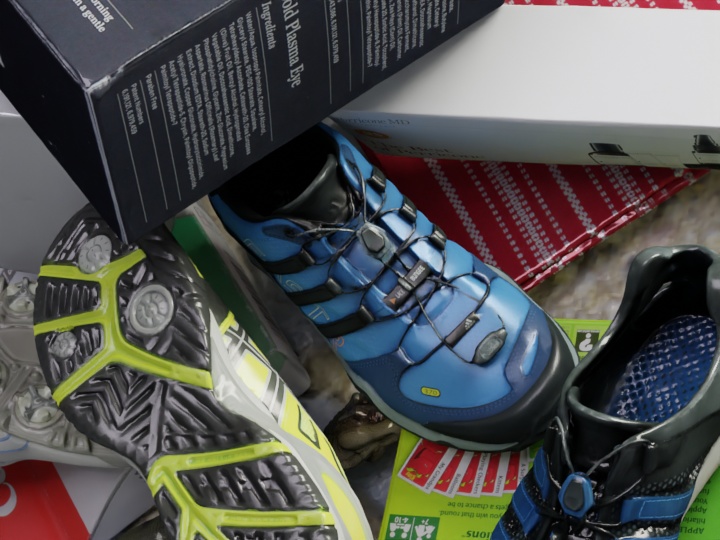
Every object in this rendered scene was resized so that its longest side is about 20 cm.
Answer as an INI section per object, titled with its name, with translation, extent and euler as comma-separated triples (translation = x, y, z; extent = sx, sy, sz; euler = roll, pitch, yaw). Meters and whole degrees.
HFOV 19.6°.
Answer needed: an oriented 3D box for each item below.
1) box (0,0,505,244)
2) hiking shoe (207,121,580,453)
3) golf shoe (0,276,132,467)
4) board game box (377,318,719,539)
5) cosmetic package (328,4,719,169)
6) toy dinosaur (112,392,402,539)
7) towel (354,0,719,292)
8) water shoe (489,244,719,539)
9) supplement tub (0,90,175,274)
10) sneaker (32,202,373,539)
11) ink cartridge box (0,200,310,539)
[box]
translation = -0.073, -0.147, 0.780
extent = 0.182, 0.104, 0.200
euler = -33, 64, -15
[hiking shoe]
translation = 0.000, 0.000, 0.812
extent = 0.200, 0.087, 0.074
euler = 36, 83, 31
[golf shoe]
translation = -0.158, 0.053, 0.897
extent = 0.199, 0.098, 0.078
euler = 15, 52, 19
[board game box]
translation = 0.114, 0.074, 0.804
extent = 0.199, 0.048, 0.102
euler = 1, 65, 26
[cosmetic package]
translation = 0.091, -0.072, 0.832
extent = 0.199, 0.083, 0.051
euler = 4, 80, 18
[toy dinosaur]
translation = -0.061, 0.118, 0.859
extent = 0.199, 0.048, 0.088
euler = -22, 54, 4
[towel]
translation = 0.098, -0.076, 0.907
extent = 0.199, 0.023, 0.145
euler = -33, 53, 4
[water shoe]
translation = 0.077, 0.079, 0.725
extent = 0.071, 0.079, 0.201
euler = 13, 61, 29
[supplement tub]
translation = -0.127, -0.114, 0.907
extent = 0.144, 0.145, 0.201
euler = -7, 57, 22
[sneaker]
translation = -0.063, 0.057, 0.816
extent = 0.075, 0.076, 0.201
euler = -37, 65, 11
[ink cartridge box]
translation = -0.140, 0.047, 0.940
extent = 0.200, 0.050, 0.161
euler = -36, 55, 1
